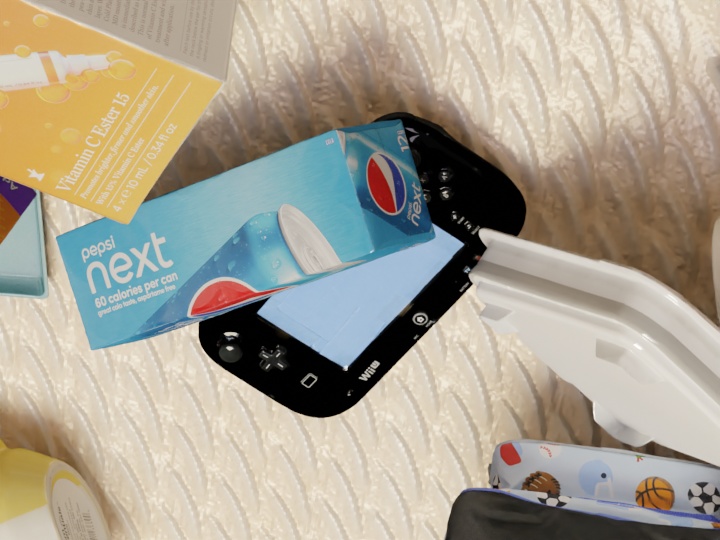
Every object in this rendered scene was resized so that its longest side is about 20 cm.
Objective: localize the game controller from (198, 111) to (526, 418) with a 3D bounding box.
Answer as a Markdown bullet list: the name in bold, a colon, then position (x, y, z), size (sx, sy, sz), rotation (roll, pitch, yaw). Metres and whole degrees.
- **game controller**: position (0.000, 0.000, 1.572), size (0.104, 0.042, 0.200), rotation (37, 121, -11)

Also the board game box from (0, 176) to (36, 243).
- **board game box**: position (-0.334, -0.022, 1.522), size (0.200, 0.200, 0.200), rotation (-32, 107, 30)

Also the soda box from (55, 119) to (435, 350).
- **soda box**: position (-0.063, -0.018, 1.527), size (0.199, 0.064, 0.068), rotation (-19, 87, 35)

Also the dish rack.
- **dish rack**: position (0.145, 0.053, 1.484), size (0.172, 0.200, 0.044), rotation (41, 80, -26)

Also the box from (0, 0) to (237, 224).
- **box**: position (-0.178, -0.127, 1.463), size (0.199, 0.098, 0.125), rotation (21, 136, -17)

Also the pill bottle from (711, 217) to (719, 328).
- **pill bottle**: position (0.287, 0.004, 1.473), size (0.199, 0.114, 0.115), rotation (-10, 118, 16)

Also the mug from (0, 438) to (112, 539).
- **mug**: position (-0.235, 0.163, 1.662), size (0.152, 0.150, 0.187), rotation (-22, 120, 14)

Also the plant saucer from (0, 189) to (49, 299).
- **plant saucer**: position (-0.211, -0.076, 1.585), size (0.069, 0.019, 0.201), rotation (4, 121, 9)

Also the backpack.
- **backpack**: position (0.130, 0.187, 1.581), size (0.199, 0.155, 0.191), rotation (11, 147, 12)
